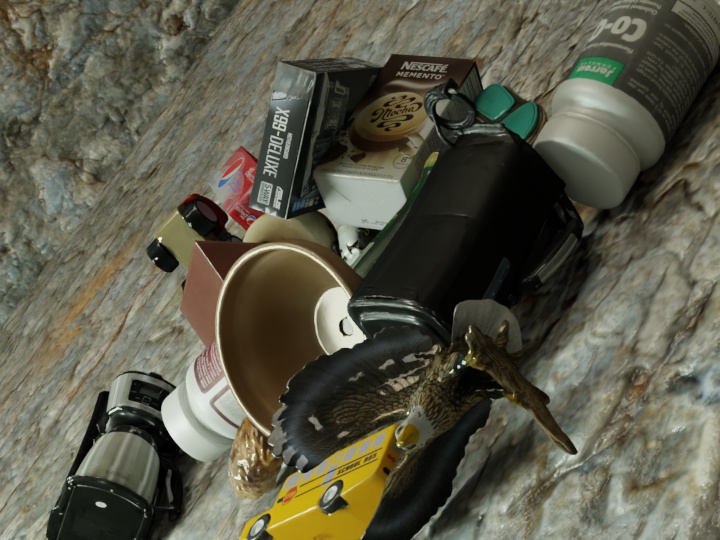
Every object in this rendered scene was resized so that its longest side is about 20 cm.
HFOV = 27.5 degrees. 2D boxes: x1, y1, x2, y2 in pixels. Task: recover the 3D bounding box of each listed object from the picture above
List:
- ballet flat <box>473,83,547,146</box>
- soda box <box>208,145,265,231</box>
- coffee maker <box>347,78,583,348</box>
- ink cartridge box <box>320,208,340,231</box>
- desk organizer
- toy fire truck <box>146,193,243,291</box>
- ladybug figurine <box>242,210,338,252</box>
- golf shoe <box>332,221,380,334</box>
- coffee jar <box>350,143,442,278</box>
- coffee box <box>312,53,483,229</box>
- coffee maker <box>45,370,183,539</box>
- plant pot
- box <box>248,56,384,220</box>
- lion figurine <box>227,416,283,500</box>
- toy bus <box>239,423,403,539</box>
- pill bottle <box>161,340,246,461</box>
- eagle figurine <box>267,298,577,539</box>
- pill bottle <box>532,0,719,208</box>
[{"bbox_3d":[0.169,-0.143,1.535,0.068,0.067,0.200,-37,21,11],"label":"ballet flat"},{"bbox_3d":[-0.133,-0.094,1.807,0.070,0.063,0.200,-48,18,2],"label":"soda box"},{"bbox_3d":[0.077,-0.019,1.291,0.201,0.192,0.134,-57,13,-27],"label":"coffee maker"},{"bbox_3d":[-0.023,-0.040,1.774,0.199,0.067,0.117,-28,28,51],"label":"ink cartridge box"},{"bbox_3d":[-0.149,0.022,1.657,0.071,0.077,0.200,-31,-14,-23],"label":"desk organizer"},{"bbox_3d":[-0.165,-0.034,1.949,0.129,0.176,0.200,-44,5,16],"label":"toy fire truck"},{"bbox_3d":[-0.072,-0.001,1.692,0.072,0.135,0.201,-44,-17,-37],"label":"ladybug figurine"},{"bbox_3d":[0.000,0.000,1.603,0.077,0.094,0.201,-32,27,31],"label":"golf shoe"},{"bbox_3d":[0.077,-0.037,1.477,0.201,0.104,0.085,-53,-7,-13],"label":"coffee jar"},{"bbox_3d":[0.048,-0.141,1.601,0.112,0.080,0.201,7,49,31],"label":"coffee box"},{"bbox_3d":[-0.295,0.245,1.739,0.192,0.134,0.201,-39,21,30],"label":"coffee maker"},{"bbox_3d":[-0.038,0.064,1.406,0.092,0.203,0.200,-17,-11,-48],"label":"plant pot"},{"bbox_3d":[-0.044,-0.149,1.605,0.200,0.049,0.160,-21,-54,-66],"label":"box"},{"bbox_3d":[-0.055,0.147,1.483,0.199,0.072,0.123,-33,34,29],"label":"lion figurine"},{"bbox_3d":[-0.020,0.207,1.293,0.199,0.065,0.079,-32,25,43],"label":"toy bus"},{"bbox_3d":[-0.124,0.117,1.634,0.200,0.109,0.110,-42,20,21],"label":"pill bottle"},{"bbox_3d":[0.045,0.116,1.153,0.199,0.150,0.153,-35,59,32],"label":"eagle figurine"},{"bbox_3d":[0.243,-0.163,1.333,0.201,0.113,0.113,-57,20,-20],"label":"pill bottle"}]
